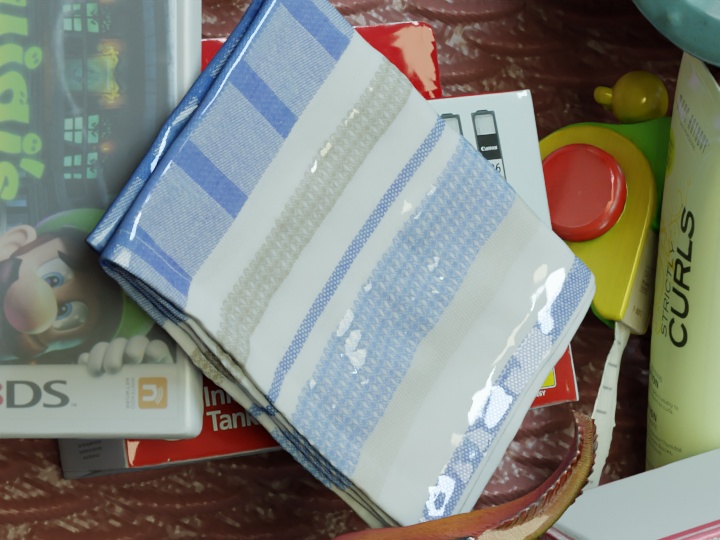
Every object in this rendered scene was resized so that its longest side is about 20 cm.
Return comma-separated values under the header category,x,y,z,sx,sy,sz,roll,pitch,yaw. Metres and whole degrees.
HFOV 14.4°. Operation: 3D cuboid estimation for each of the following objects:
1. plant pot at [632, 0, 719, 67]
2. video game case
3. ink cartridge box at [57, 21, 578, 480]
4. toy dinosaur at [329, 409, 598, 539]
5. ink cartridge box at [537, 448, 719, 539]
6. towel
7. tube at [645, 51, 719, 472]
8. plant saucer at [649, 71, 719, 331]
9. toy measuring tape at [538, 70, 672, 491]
category,x,y,z,sx,sy,sz,roll,pitch,yaw
plant pot,0.201,-0.162,1.179,0.188,0.200,0.201,-24,94,-53
video game case,-0.149,-0.037,1.076,0.181,0.023,0.201,-1,87,9
ink cartridge box,-0.029,-0.017,1.155,0.199,0.084,0.176,-8,86,-25
toy dinosaur,-0.022,0.138,1.081,0.200,0.181,0.105,-63,153,-27
ink cartridge box,0.153,0.183,1.183,0.145,0.085,0.201,-14,107,-25
towel,0.000,0.000,1.082,0.200,0.024,0.147,45,66,-28
tube,0.144,0.007,1.198,0.052,0.058,0.201,-33,132,-41
plant saucer,0.222,-0.007,1.288,0.200,0.051,0.202,3,83,-24
toy measuring tape,0.088,0.009,1.219,0.073,0.074,0.201,18,83,-21
